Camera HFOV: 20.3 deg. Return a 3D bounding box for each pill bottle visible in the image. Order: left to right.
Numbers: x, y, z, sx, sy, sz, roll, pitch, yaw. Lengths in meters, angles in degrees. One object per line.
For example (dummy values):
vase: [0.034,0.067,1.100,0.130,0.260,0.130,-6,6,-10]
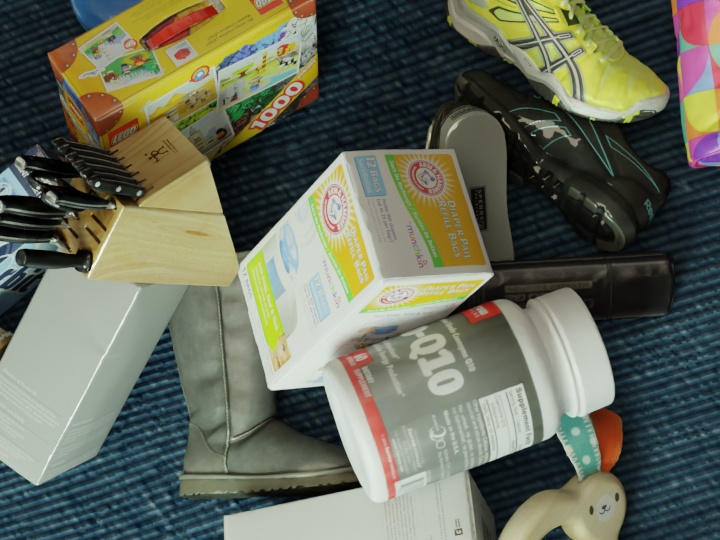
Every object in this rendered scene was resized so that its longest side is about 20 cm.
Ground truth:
pill bottle: [0.082,0.089,1.521,0.199,0.114,0.114,-20,80,-8]

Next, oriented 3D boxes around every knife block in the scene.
knife block: [-0.193,-0.027,1.532,0.175,0.200,0.064,-34,55,-16]

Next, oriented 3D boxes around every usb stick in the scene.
usb stick: [0.151,0.016,1.582,0.199,0.033,0.056,-4,112,-6]

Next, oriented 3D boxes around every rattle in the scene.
rattle: [0.187,0.202,1.525,0.130,0.143,0.200,35,77,-19]

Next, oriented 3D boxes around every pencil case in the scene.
pencil case: [0.287,-0.177,1.578,0.088,0.088,0.201,-9,82,11]

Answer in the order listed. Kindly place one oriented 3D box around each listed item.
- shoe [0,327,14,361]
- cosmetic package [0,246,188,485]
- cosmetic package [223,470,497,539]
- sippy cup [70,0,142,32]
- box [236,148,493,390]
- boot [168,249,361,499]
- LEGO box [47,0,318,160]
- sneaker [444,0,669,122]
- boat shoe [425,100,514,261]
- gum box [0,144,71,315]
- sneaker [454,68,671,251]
shoe: [-0.338,0.125,1.667,0.053,0.070,0.200,29,112,11]
cosmetic package: [-0.225,0.063,1.624,0.090,0.107,0.200,32,107,14]
cosmetic package: [0.003,0.229,1.574,0.199,0.108,0.085,-11,58,10]
sippy cup: [-0.176,-0.224,1.656,0.139,0.130,0.179,-12,82,11]
box: [0.000,0.000,1.546,0.101,0.200,0.113,-3,66,-31]
boot: [-0.077,0.083,1.641,0.181,0.073,0.201,-2,78,12]
LEGO box: [-0.136,-0.154,1.594,0.200,0.149,0.077,-32,67,-15]
sneaker: [0.159,-0.187,1.597,0.200,0.075,0.077,32,129,12]
boat shoe: [0.083,-0.036,1.615,0.070,0.064,0.201,-3,105,-19]
gum box: [-0.299,-0.014,1.640,0.200,0.170,0.045,-39,79,5]
sneaker: [0.160,-0.098,1.614,0.079,0.075,0.200,-41,72,-22]
